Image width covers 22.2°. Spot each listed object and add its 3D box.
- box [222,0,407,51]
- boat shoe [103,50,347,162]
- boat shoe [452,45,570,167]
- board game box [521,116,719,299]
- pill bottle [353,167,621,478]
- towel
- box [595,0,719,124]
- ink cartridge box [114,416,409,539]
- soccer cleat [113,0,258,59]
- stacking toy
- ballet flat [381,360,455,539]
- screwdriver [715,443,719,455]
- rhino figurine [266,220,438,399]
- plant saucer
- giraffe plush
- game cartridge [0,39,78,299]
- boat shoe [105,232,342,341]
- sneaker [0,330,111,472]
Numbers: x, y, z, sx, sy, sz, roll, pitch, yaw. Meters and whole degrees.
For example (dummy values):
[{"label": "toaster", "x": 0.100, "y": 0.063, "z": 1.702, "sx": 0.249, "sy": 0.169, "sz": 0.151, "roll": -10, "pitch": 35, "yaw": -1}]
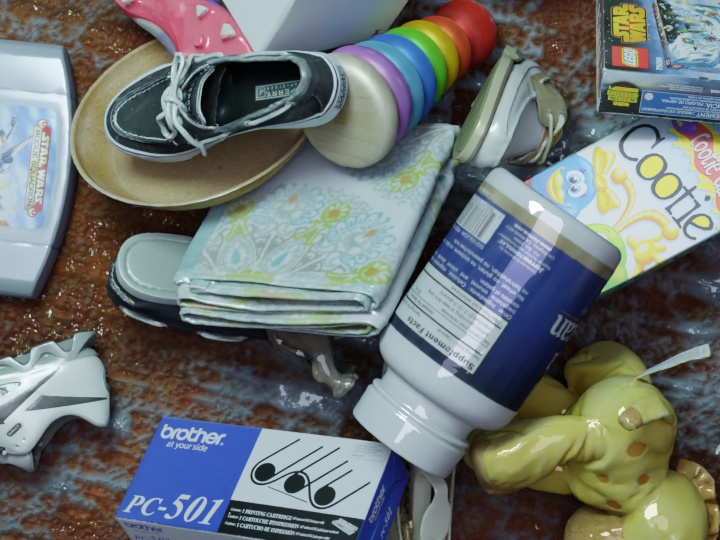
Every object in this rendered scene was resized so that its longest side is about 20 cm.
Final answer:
[{"label": "box", "x": -0.057, "y": -0.269, "z": 1.362, "sx": 0.124, "sy": 0.098, "sz": 0.201, "roll": -14, "pitch": 64, "yaw": -40}, {"label": "boat shoe", "x": -0.109, "y": -0.118, "z": 1.291, "sx": 0.198, "sy": 0.068, "sz": 0.074, "roll": -1, "pitch": 88, "yaw": 30}, {"label": "boat shoe", "x": 0.117, "y": -0.114, "z": 1.343, "sx": 0.068, "sy": 0.200, "sz": 0.075, "roll": 31, "pitch": 114, "yaw": 0}, {"label": "board game box", "x": 0.188, "y": -0.042, "z": 1.378, "sx": 0.199, "sy": 0.103, "sz": 0.105, "roll": -28, "pitch": 85, "yaw": 0}, {"label": "pill bottle", "x": 0.083, "y": 0.040, "z": 1.274, "sx": 0.111, "sy": 0.111, "sz": 0.201, "roll": 35, "pitch": 96, "yaw": 5}, {"label": "towel", "x": -0.029, "y": -0.034, "z": 1.342, "sx": 0.170, "sy": 0.048, "sz": 0.201, "roll": 3, "pitch": 46, "yaw": 25}, {"label": "box", "x": 0.243, "y": -0.179, "z": 1.355, "sx": 0.136, "sy": 0.201, "sz": 0.040, "roll": 6, "pitch": 128, "yaw": 3}, {"label": "ink cartridge box", "x": -0.073, "y": 0.166, "z": 1.345, "sx": 0.199, "sy": 0.044, "sz": 0.094, "roll": 4, "pitch": 52, "yaw": 27}, {"label": "soccer cleat", "x": -0.118, "y": -0.176, "z": 1.386, "sx": 0.200, "sy": 0.076, "sz": 0.067, "roll": 45, "pitch": 106, "yaw": 27}, {"label": "stacking toy", "x": 0.041, "y": -0.151, "z": 1.364, "sx": 0.085, "sy": 0.085, "sz": 0.200, "roll": 48, "pitch": 45, "yaw": 5}, {"label": "ballet flat", "x": 0.052, "y": 0.134, "z": 1.362, "sx": 0.067, "sy": 0.062, "sz": 0.201, "roll": -6, "pitch": 107, "yaw": -21}, {"label": "screwdriver", "x": 0.305, "y": 0.070, "z": 1.352, "sx": 0.029, "sy": 0.028, "sz": 0.200, "roll": 44, "pitch": 54, "yaw": 11}, {"label": "rhino figurine", "x": 0.000, "y": 0.000, "z": 1.382, "sx": 0.087, "sy": 0.060, "sz": 0.200, "roll": 41, "pitch": 59, "yaw": -8}, {"label": "plant saucer", "x": -0.120, "y": -0.110, "z": 1.390, "sx": 0.199, "sy": 0.036, "sz": 0.201, "roll": -9, "pitch": 47, "yaw": 9}, {"label": "giraffe plush", "x": 0.189, "y": 0.155, "z": 1.338, "sx": 0.199, "sy": 0.173, "sz": 0.163, "roll": -16, "pitch": 106, "yaw": 31}, {"label": "game cartridge", "x": -0.289, "y": -0.082, "z": 1.437, "sx": 0.132, "sy": 0.042, "sz": 0.201, "roll": 5, "pitch": 85, "yaw": 7}, {"label": "boat shoe", "x": -0.095, "y": 0.018, "z": 1.405, "sx": 0.199, "sy": 0.060, "sz": 0.076, "roll": 16, "pitch": 62, "yaw": -14}, {"label": "sneaker", "x": -0.286, "y": 0.118, "z": 1.399, "sx": 0.199, "sy": 0.074, "sz": 0.089, "roll": -18, "pitch": 83, "yaw": 1}]
